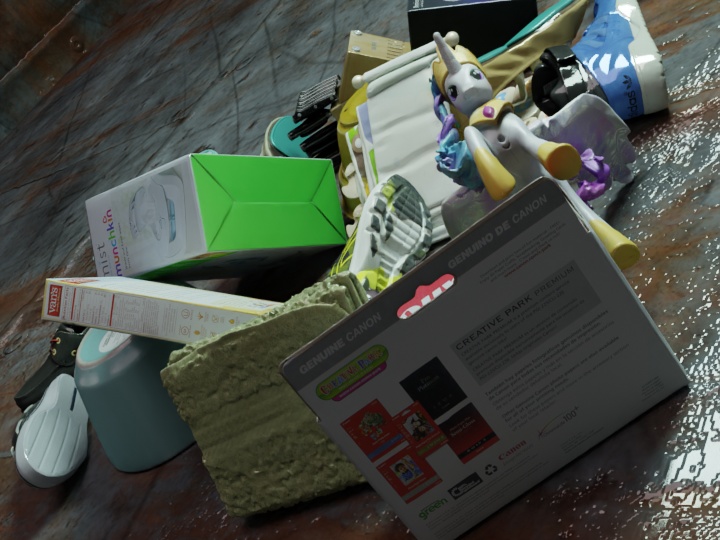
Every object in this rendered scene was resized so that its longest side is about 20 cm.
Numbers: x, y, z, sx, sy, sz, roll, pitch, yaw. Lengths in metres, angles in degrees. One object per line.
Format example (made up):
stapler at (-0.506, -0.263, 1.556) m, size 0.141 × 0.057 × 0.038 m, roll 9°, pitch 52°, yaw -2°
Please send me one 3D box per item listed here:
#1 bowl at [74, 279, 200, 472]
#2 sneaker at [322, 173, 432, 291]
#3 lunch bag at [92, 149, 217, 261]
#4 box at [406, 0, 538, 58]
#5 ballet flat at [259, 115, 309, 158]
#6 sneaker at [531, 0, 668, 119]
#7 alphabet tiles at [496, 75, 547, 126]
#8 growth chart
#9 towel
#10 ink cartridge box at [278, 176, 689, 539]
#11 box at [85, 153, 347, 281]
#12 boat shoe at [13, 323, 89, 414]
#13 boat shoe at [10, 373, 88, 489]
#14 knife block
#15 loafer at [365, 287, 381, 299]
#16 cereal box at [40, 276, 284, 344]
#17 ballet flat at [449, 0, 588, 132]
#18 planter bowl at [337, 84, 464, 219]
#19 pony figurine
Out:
bowl at (-0.204, 0.086, 1.075) m, size 0.199 × 0.105 × 0.202 m, roll -31°, pitch 26°, yaw 17°
sneaker at (0.000, 0.000, 0.955) m, size 0.084 × 0.074 × 0.202 m, roll -21°, pitch 38°, yaw 45°
lunch bag at (-0.249, -0.065, 1.412) m, size 0.198 × 0.077 × 0.161 m, roll -25°, pitch 29°, yaw 29°
box at (0.125, -0.300, 1.222) m, size 0.139 × 0.080 × 0.201 m, roll -7°, pitch 33°, yaw 9°
ballet flat at (-0.103, -0.122, 1.327) m, size 0.069 × 0.070 × 0.201 m, roll -30°, pitch 27°, yaw 19°
sneaker at (0.204, -0.194, 0.985) m, size 0.109 × 0.077 × 0.202 m, roll -14°, pitch 38°, yaw 11°
alphabet tiles at (0.127, -0.127, 1.071) m, size 0.198 × 0.015 × 0.197 m, roll -24°, pitch 29°, yaw 32°
growth chart at (0.039, -0.110, 1.028) m, size 0.143 × 0.018 × 0.204 m, roll -11°, pitch 78°, yaw 36°
towel at (-0.049, 0.099, 0.807) m, size 0.198 × 0.150 × 0.036 m, roll -25°, pitch 3°, yaw 28°
ink cartridge box at (0.071, 0.046, 0.677) m, size 0.199 × 0.176 × 0.084 m, roll -35°, pitch 25°, yaw 8°
box at (-0.146, -0.051, 1.105) m, size 0.175 × 0.098 × 0.198 m, roll -16°, pitch -7°, yaw 39°
boat shoe at (-0.348, 0.089, 1.320) m, size 0.202 × 0.063 × 0.073 m, roll -46°, pitch 29°, yaw -10°
boat shoe at (-0.332, 0.183, 1.151) m, size 0.071 × 0.072 × 0.200 m, roll -44°, pitch 14°, yaw 10°
knife block at (0.017, -0.180, 1.273) m, size 0.064 × 0.196 × 0.178 m, roll -84°, pitch 5°, yaw -56°
loafer at (-0.043, 0.078, 0.865) m, size 0.200 × 0.071 × 0.063 m, roll -48°, pitch 18°, yaw 27°
cereal box at (-0.150, 0.037, 0.928) m, size 0.196 × 0.040 × 0.144 m, roll 8°, pitch 2°, yaw 15°
ballet flat at (0.156, -0.202, 1.067) m, size 0.199 × 0.064 × 0.068 m, roll -34°, pitch 10°, yaw -16°
planter bowl at (0.037, -0.152, 1.122) m, size 0.199 × 0.084 × 0.201 m, roll -32°, pitch 26°, yaw 18°
pony figurine at (0.126, -0.072, 0.800) m, size 0.166 × 0.193 × 0.201 m, roll -37°, pitch 38°, yaw 9°
